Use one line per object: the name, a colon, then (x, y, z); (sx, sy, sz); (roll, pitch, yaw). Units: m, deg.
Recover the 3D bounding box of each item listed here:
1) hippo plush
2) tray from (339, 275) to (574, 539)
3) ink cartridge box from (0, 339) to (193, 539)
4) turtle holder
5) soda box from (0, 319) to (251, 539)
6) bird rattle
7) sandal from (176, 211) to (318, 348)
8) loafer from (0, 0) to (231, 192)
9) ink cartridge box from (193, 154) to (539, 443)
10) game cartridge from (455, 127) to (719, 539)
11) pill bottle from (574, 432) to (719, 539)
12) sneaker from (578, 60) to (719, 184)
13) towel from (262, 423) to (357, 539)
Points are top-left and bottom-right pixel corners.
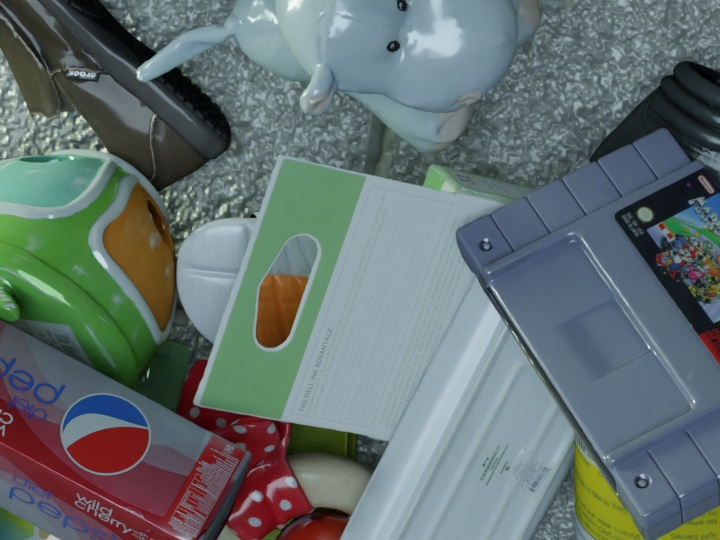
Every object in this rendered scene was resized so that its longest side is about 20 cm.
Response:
hippo plush: (0.006, -0.150, 1.413); (0.199, 0.161, 0.160); (14, 90, -8)
tray: (0.067, 0.099, 1.469); (0.107, 0.022, 0.201); (20, 105, -28)
ink cartridge box: (-0.170, 0.127, 1.552); (0.103, 0.059, 0.201); (17, 100, 8)
turtle holder: (-0.177, 0.009, 1.501); (0.141, 0.132, 0.185); (42, 147, -18)
soda box: (-0.159, 0.084, 1.405); (0.199, 0.070, 0.064); (28, 57, 4)
bird rattle: (-0.043, 0.151, 1.515); (0.162, 0.113, 0.201); (8, 96, -10)
sandal: (-0.001, 0.008, 1.513); (0.205, 0.059, 0.080); (5, 109, -13)
loafer: (-0.163, -0.114, 1.509); (0.200, 0.073, 0.071); (42, 101, 1)
ink cartridge box: (0.021, 0.017, 1.455); (0.199, 0.048, 0.146); (13, 108, -22)
game cartridge: (0.146, 0.025, 1.367); (0.129, 0.038, 0.200); (-29, 53, -4)
pill bottle: (0.166, 0.126, 1.448); (0.114, 0.114, 0.201); (2, 120, 9)
sneaker: (0.219, -0.034, 1.458); (0.200, 0.071, 0.099); (34, 107, 7)
towel: (-0.049, 0.159, 1.559); (0.086, 0.018, 0.201); (5, 99, 8)
